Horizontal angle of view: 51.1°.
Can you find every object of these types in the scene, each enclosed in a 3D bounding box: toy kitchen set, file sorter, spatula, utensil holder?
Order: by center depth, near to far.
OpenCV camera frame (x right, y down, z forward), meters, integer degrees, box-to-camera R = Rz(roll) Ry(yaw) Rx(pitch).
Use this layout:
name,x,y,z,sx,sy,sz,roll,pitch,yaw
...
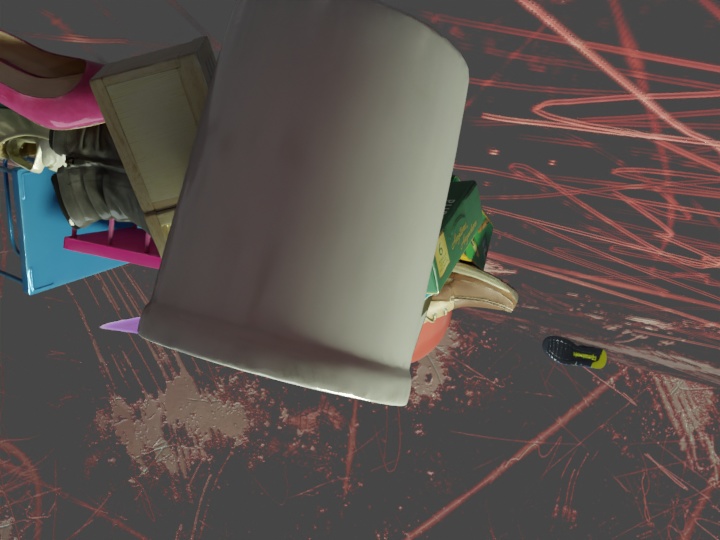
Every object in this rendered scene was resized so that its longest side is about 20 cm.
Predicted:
name,x,y,z,sx,sy,sz,roll,pitch,yaw
utensil holder,-0.028,-0.039,0.461,0.165,0.206,0.170,14,174,2
spatula,-0.107,0.031,0.576,0.055,0.021,0.199,-13,180,28
toy kitchen set,-0.080,-0.115,0.610,0.159,0.184,0.202,-12,-150,8
file sorter,-0.203,-0.076,0.843,0.194,0.129,0.139,11,-170,14
file sorter,-0.357,-0.080,0.923,0.120,0.143,0.198,17,-156,30

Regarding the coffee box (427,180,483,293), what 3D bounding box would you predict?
name,x,y,z,sx,sy,sz,roll,pitch,yaw
coffee box,-0.003,-0.028,0.656,0.195,0.045,0.123,-1,-150,29

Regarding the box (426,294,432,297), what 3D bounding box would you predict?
name,x,y,z,sx,sy,sz,roll,pitch,yaw
box,-0.025,0.002,0.737,0.195,0.051,0.082,2,-162,29

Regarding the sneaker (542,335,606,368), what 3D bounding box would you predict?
name,x,y,z,sx,sy,sz,roll,pitch,yaw
sneaker,0.614,0.242,2.197,0.195,0.076,0.082,17,176,-9

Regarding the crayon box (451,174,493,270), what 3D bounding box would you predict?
name,x,y,z,sx,sy,sz,roll,pitch,yaw
crayon box,0.064,-0.055,0.803,0.116,0.060,0.199,13,174,23

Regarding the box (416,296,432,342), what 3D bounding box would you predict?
name,x,y,z,sx,sy,sz,roll,pitch,yaw
box,-0.019,0.012,0.815,0.197,0.123,0.032,30,-141,19

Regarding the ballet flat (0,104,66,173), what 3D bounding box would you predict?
name,x,y,z,sx,sy,sz,roll,pitch,yaw
ballet flat,-0.312,-0.130,0.766,0.196,0.071,0.069,11,174,36

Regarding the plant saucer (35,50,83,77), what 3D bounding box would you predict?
name,x,y,z,sx,sy,sz,roll,pitch,yaw
plant saucer,-0.308,-0.179,0.757,0.195,0.028,0.200,14,175,1

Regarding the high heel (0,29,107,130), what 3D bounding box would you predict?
name,x,y,z,sx,sy,sz,roll,pitch,yaw
high heel,-0.280,-0.178,0.625,0.194,0.069,0.097,8,142,6

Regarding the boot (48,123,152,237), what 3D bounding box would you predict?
name,x,y,z,sx,sy,sz,roll,pitch,yaw
boot,-0.205,-0.054,0.686,0.128,0.206,0.070,-12,175,8

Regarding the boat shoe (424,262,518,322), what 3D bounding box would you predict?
name,x,y,z,sx,sy,sz,roll,pitch,yaw
boat shoe,0.077,0.023,0.842,0.195,0.074,0.076,14,175,14

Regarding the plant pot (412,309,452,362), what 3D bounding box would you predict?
name,x,y,z,sx,sy,sz,roll,pitch,yaw
plant pot,0.050,0.027,1.080,0.195,0.206,0.178,14,165,0
